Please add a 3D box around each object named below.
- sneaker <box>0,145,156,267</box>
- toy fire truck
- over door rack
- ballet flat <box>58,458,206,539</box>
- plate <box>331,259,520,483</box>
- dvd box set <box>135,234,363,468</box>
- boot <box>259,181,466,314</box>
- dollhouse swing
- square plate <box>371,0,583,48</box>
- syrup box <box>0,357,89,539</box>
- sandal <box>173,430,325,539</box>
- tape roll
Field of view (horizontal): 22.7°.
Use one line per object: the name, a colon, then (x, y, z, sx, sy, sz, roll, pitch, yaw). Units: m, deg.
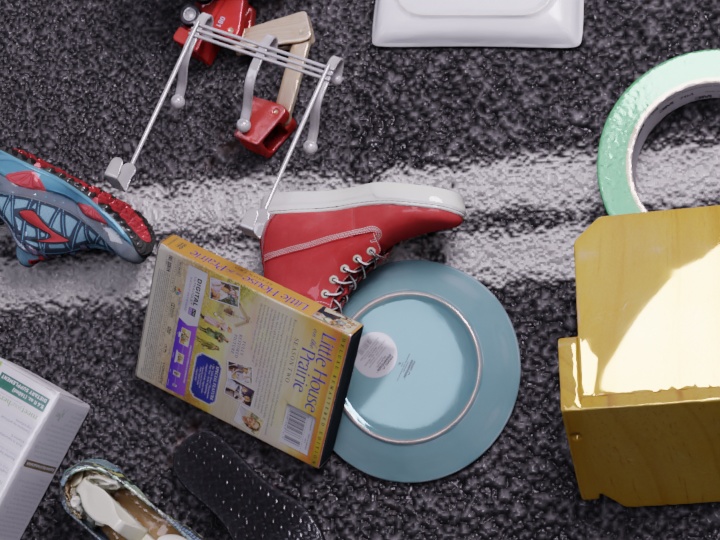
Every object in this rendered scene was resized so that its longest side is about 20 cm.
sneaker: (-0.279, -0.040, 1.682, 0.199, 0.079, 0.096, 27, 96, 25)
toy fire truck: (-0.095, -0.223, 1.679, 0.140, 0.049, 0.201, 27, 85, 17)
over door rack: (-0.118, -0.124, 1.594, 0.147, 0.067, 0.201, 19, 62, 14)
ballet flat: (-0.194, 0.242, 1.600, 0.199, 0.074, 0.074, 35, 88, 17)
plate: (0.043, 0.087, 1.596, 0.198, 0.026, 0.202, -2, 79, 13)
dvd box set: (-0.101, 0.071, 1.590, 0.199, 0.029, 0.147, 24, 122, 18)
boot: (0.000, 0.000, 1.592, 0.199, 0.072, 0.145, -6, 73, 25)
dollhouse swing: (0.273, 0.072, 1.512, 0.198, 0.182, 0.177, -6, 47, 12)
square plate: (0.111, -0.305, 1.657, 0.196, 0.028, 0.202, 2, 80, 14)
syrup box: (-0.337, 0.188, 1.638, 0.078, 0.081, 0.201, 27, 85, 18)
sandal: (-0.091, 0.219, 1.598, 0.075, 0.045, 0.200, -43, 58, -4)
tape roll: (0.306, -0.089, 1.557, 0.199, 0.048, 0.202, -3, 78, 12)
